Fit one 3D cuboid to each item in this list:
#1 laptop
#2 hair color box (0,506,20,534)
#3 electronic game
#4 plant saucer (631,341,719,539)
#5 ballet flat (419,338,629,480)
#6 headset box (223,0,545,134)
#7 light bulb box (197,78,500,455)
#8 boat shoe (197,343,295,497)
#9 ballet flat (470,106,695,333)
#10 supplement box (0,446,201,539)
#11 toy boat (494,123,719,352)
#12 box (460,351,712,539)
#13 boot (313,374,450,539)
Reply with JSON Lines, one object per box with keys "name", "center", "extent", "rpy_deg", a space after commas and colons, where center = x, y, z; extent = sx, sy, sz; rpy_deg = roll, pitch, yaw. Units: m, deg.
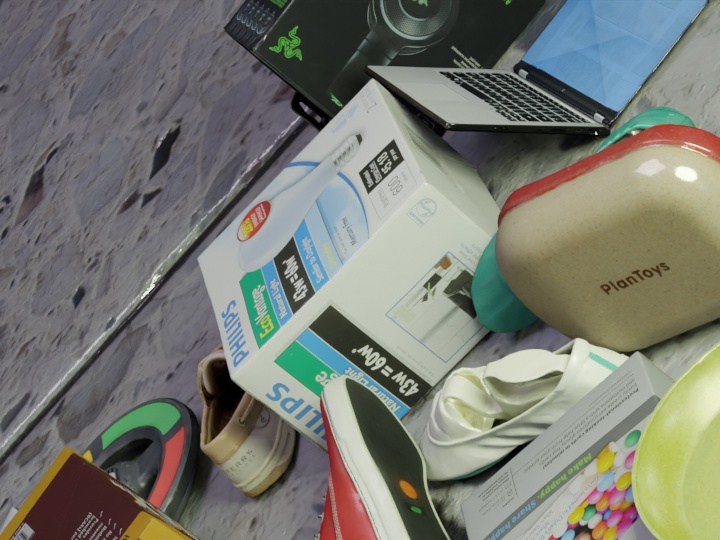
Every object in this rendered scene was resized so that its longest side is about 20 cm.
{"name": "laptop", "center": [0.130, -0.177, 1.731], "extent": [0.187, 0.200, 0.116], "rpy_deg": [-137, 50, -65]}
{"name": "hair color box", "center": [-0.273, 0.294, 1.797], "extent": [0.100, 0.060, 0.200], "rpy_deg": [22, 85, 59]}
{"name": "electronic game", "center": [-0.200, 0.189, 1.878], "extent": [0.200, 0.042, 0.200], "rpy_deg": [-39, 28, 25]}
{"name": "plant saucer", "center": [0.242, 0.090, 1.250], "extent": [0.200, 0.031, 0.200], "rpy_deg": [-26, 31, 17]}
{"name": "ballet flat", "center": [0.093, 0.083, 1.507], "extent": [0.200, 0.069, 0.069], "rpy_deg": [-23, 38, 45]}
{"name": "headset box", "center": [0.014, -0.201, 1.877], "extent": [0.200, 0.174, 0.093], "rpy_deg": [-50, 25, 1]}
{"name": "light bulb box", "center": [0.000, 0.000, 1.698], "extent": [0.200, 0.125, 0.198], "rpy_deg": [-45, 26, 11]}
{"name": "boat shoe", "center": [-0.091, 0.086, 1.798], "extent": [0.074, 0.069, 0.200], "rpy_deg": [-41, 28, 22]}
{"name": "ballet flat", "center": [0.144, -0.034, 1.557], "extent": [0.200, 0.067, 0.070], "rpy_deg": [-44, -3, 11]}
{"name": "supplement box", "center": [-0.189, 0.261, 1.660], "extent": [0.197, 0.133, 0.200], "rpy_deg": [-54, 26, -6]}
{"name": "toy boat", "center": [0.180, -0.039, 1.455], "extent": [0.200, 0.131, 0.131], "rpy_deg": [-25, 30, 43]}
{"name": "box", "center": [0.138, 0.160, 1.363], "extent": [0.156, 0.041, 0.200], "rpy_deg": [-43, 28, 19]}
{"name": "boot", "center": [-0.019, 0.176, 1.538], "extent": [0.144, 0.072, 0.200], "rpy_deg": [-43, 42, 23]}
